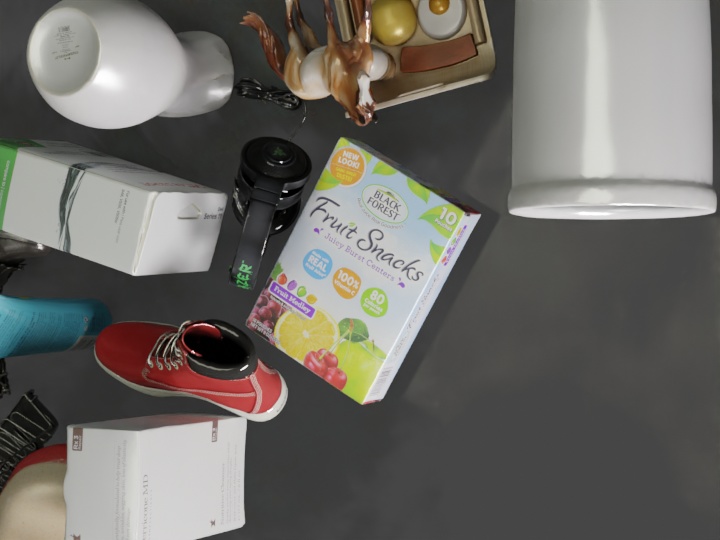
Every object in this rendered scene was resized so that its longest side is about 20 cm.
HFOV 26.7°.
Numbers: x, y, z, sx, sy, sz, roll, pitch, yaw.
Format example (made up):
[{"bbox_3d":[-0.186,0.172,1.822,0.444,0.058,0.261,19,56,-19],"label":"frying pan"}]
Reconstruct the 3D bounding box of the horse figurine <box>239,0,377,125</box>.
[{"bbox_3d":[-0.036,-0.198,1.349,0.200,0.050,0.133,9,108,56],"label":"horse figurine"}]

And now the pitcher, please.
[{"bbox_3d":[-0.237,-0.185,1.408,0.171,0.200,0.122,-12,85,24],"label":"pitcher"}]

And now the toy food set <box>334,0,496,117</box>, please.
[{"bbox_3d":[0.033,-0.250,1.365,0.143,0.060,0.201,-13,86,23],"label":"toy food set"}]

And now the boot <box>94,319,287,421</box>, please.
[{"bbox_3d":[-0.175,0.070,1.406,0.199,0.144,0.073,14,70,20],"label":"boot"}]

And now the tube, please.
[{"bbox_3d":[-0.309,0.054,1.440,0.050,0.200,0.078,31,101,19],"label":"tube"}]

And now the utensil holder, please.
[{"bbox_3d":[0.203,-0.146,1.236,0.169,0.170,0.201,-1,88,23],"label":"utensil holder"}]

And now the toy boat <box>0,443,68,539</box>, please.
[{"bbox_3d":[-0.285,0.229,1.479,0.130,0.131,0.200,22,136,-9],"label":"toy boat"}]

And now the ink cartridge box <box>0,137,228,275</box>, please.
[{"bbox_3d":[-0.248,-0.062,1.442,0.199,0.146,0.084,18,99,23],"label":"ink cartridge box"}]

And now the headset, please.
[{"bbox_3d":[-0.096,-0.083,1.394,0.093,0.124,0.201,17,67,-3],"label":"headset"}]

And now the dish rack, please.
[{"bbox_3d":[-0.376,0.210,1.476,0.054,0.200,0.154,38,106,2],"label":"dish rack"}]

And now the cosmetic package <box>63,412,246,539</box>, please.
[{"bbox_3d":[-0.184,0.191,1.387,0.081,0.200,0.114,1,91,22],"label":"cosmetic package"}]

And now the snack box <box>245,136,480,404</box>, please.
[{"bbox_3d":[0.000,0.000,1.386,0.142,0.053,0.201,32,102,19],"label":"snack box"}]

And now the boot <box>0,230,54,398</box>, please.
[{"bbox_3d":[-0.380,0.045,1.552,0.199,0.069,0.175,-7,93,27],"label":"boot"}]
